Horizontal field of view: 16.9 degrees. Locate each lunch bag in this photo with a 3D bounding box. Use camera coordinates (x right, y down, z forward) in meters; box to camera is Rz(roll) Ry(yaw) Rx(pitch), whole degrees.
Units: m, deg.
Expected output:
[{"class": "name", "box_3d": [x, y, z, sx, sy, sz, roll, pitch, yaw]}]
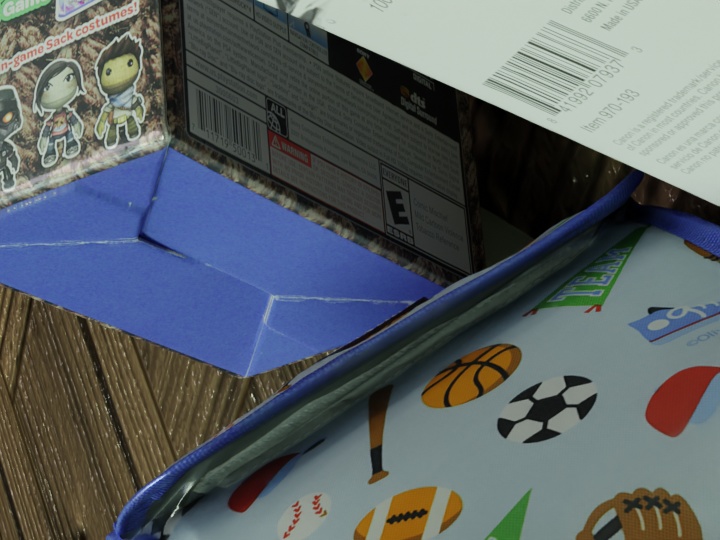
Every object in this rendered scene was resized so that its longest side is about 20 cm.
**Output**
[{"class": "lunch bag", "box_3d": [0.040, 0.066, 0.598, 0.124, 0.170, 0.200, 63, 168, -27]}]

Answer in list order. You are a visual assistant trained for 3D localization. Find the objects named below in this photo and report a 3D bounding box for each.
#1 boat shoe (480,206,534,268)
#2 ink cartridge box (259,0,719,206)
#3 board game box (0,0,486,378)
[{"class": "boat shoe", "box_3d": [0.001, 0.000, 0.833, 0.201, 0.070, 0.072, 41, 130, 53]}, {"class": "ink cartridge box", "box_3d": [0.033, -0.106, 0.526, 0.145, 0.200, 0.083, 139, 152, -65]}, {"class": "board game box", "box_3d": [-0.051, -0.089, 0.729, 0.097, 0.159, 0.200, -18, 64, 30]}]
